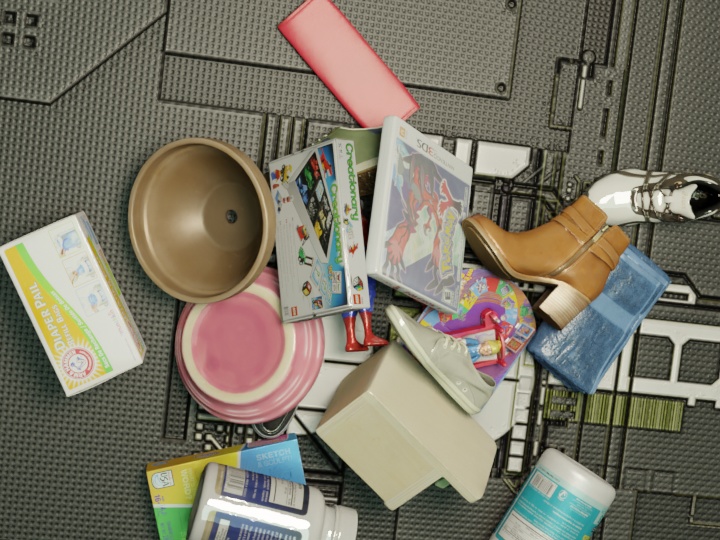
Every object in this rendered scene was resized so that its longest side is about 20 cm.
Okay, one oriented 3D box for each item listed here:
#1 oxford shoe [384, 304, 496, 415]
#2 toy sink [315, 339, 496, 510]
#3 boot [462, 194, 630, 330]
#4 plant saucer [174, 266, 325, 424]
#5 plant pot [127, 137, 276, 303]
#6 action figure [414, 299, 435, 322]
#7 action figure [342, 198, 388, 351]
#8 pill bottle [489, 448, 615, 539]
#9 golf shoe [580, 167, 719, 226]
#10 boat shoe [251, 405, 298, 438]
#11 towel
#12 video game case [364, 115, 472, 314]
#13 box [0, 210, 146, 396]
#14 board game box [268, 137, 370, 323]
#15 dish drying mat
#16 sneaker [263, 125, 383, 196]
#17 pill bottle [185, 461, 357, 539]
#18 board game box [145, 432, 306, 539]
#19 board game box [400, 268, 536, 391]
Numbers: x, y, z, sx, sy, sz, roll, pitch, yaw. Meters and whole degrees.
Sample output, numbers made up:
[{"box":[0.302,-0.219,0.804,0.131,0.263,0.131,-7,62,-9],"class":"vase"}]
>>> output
[{"box":[0.101,0.102,1.510,0.058,0.075,0.200,-42,117,6],"class":"oxford shoe"},{"box":[0.059,0.215,1.534,0.200,0.130,0.112,45,121,-9],"class":"toy sink"},{"box":[0.241,-0.041,1.546,0.200,0.077,0.155,42,81,-4],"class":"boot"},{"box":[-0.145,0.091,1.512,0.199,0.051,0.202,-2,83,15],"class":"plant saucer"},{"box":[-0.181,-0.063,1.494,0.200,0.093,0.202,2,96,25],"class":"plant pot"},{"box":[0.084,-0.031,1.576,0.065,0.052,0.201,-5,97,-12],"class":"action figure"},{"box":[0.000,0.000,1.543,0.051,0.065,0.201,0,77,-35],"class":"action figure"},{"box":[0.242,0.345,1.595,0.110,0.111,0.201,32,91,-9],"class":"pill bottle"},{"box":[0.391,-0.098,1.587,0.199,0.094,0.078,-8,97,-5],"class":"golf shoe"},{"box":[-0.094,0.123,1.553,0.070,0.066,0.201,21,92,-9],"class":"boat shoe"},{"box":[0.316,0.059,1.606,0.111,0.049,0.200,38,87,-12],"class":"towel"},{"box":[0.076,-0.065,1.491,0.182,0.023,0.201,26,66,-49],"class":"video game case"},{"box":[-0.351,0.039,1.489,0.101,0.112,0.201,-24,99,-5],"class":"box"},{"box":[-0.051,-0.045,1.438,0.034,0.126,0.201,2,80,-44],"class":"board game box"},{"box":[-0.015,-0.262,1.557,0.077,0.018,0.200,-42,100,-2],"class":"dish drying mat"},{"box":[-0.036,-0.139,1.544,0.199,0.067,0.090,-10,55,13],"class":"sneaker"},{"box":[-0.109,0.315,1.503,0.199,0.111,0.112,16,93,-8],"class":"pill bottle"},{"box":[-0.166,0.307,1.572,0.199,0.040,0.154,-12,96,-6],"class":"board game box"},{"box":[0.147,0.098,1.577,0.158,0.039,0.200,36,88,-23],"class":"board game box"}]
